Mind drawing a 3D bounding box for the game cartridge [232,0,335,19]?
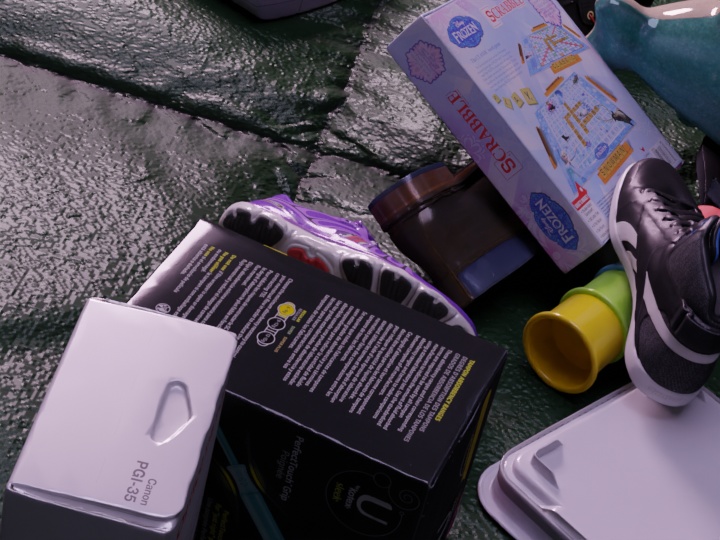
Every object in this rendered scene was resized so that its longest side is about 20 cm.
[{"bbox_3d":[-0.056,-0.274,1.612,0.133,0.042,0.200,38,45,20],"label":"game cartridge"}]

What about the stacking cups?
[{"bbox_3d":[0.194,0.016,1.325,0.060,0.061,0.200,37,45,25],"label":"stacking cups"}]

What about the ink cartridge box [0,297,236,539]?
[{"bbox_3d":[-0.129,0.136,0.974,0.082,0.200,0.147,15,39,0],"label":"ink cartridge box"}]

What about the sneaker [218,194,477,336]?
[{"bbox_3d":[0.000,0.000,1.275,0.200,0.081,0.083,33,37,21],"label":"sneaker"}]

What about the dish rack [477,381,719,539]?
[{"bbox_3d":[0.191,0.136,1.198,0.200,0.044,0.172,-24,53,-37],"label":"dish rack"}]

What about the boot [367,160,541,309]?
[{"bbox_3d":[0.091,-0.031,1.366,0.200,0.075,0.097,-21,76,-49],"label":"boot"}]

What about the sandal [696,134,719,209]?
[{"bbox_3d":[0.288,-0.048,1.444,0.076,0.043,0.200,7,40,-9],"label":"sandal"}]

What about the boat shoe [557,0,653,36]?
[{"bbox_3d":[0.182,-0.212,1.581,0.063,0.074,0.201,24,35,23],"label":"boat shoe"}]

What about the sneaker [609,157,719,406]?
[{"bbox_3d":[0.220,-0.019,1.249,0.073,0.112,0.200,16,47,-17],"label":"sneaker"}]

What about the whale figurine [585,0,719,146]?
[{"bbox_3d":[0.265,-0.147,1.451,0.199,0.159,0.104,14,59,-2],"label":"whale figurine"}]

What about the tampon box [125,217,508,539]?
[{"bbox_3d":[-0.041,0.093,1.092,0.199,0.150,0.126,24,41,11],"label":"tampon box"}]

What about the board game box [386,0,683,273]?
[{"bbox_3d":[0.131,-0.117,1.383,0.200,0.041,0.200,52,32,1],"label":"board game box"}]
